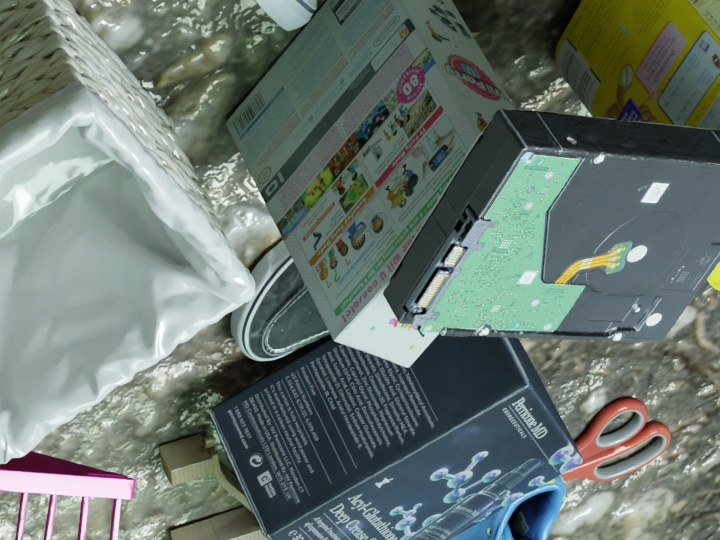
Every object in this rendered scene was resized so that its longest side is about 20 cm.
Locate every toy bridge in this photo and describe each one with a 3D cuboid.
[{"bbox_3d":[-0.099,0.185,1.875,0.067,0.027,0.201,-16,136,-14],"label":"toy bridge"}]

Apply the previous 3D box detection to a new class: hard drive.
[{"bbox_3d":[0.124,-0.022,1.488,0.199,0.038,0.140,1,133,-38],"label":"hard drive"}]

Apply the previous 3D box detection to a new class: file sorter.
[{"bbox_3d":[-0.248,0.173,1.643,0.138,0.200,0.126,7,89,-30],"label":"file sorter"}]

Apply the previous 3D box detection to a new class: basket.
[{"bbox_3d":[-0.202,-0.034,1.521,0.199,0.161,0.198,-33,136,6],"label":"basket"}]

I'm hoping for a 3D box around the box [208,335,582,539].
[{"bbox_3d":[0.026,0.110,1.785,0.199,0.107,0.149,-31,150,5],"label":"box"}]

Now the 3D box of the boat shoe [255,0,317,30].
[{"bbox_3d":[-0.058,-0.215,1.480,0.066,0.074,0.200,-28,136,6],"label":"boat shoe"}]

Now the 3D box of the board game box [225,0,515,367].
[{"bbox_3d":[0.016,-0.067,1.563,0.064,0.201,0.148,22,119,-39],"label":"board game box"}]

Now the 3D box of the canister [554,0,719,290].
[{"bbox_3d":[0.213,-0.108,1.613,0.086,0.200,0.149,4,130,-38],"label":"canister"}]

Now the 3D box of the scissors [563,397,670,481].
[{"bbox_3d":[0.134,0.155,1.966,0.199,0.014,0.073,-29,136,2],"label":"scissors"}]

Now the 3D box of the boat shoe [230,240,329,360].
[{"bbox_3d":[0.002,0.001,1.717,0.199,0.068,0.074,-37,136,11],"label":"boat shoe"}]

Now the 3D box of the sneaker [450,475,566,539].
[{"bbox_3d":[0.067,0.186,1.893,0.076,0.105,0.200,34,108,-33],"label":"sneaker"}]
